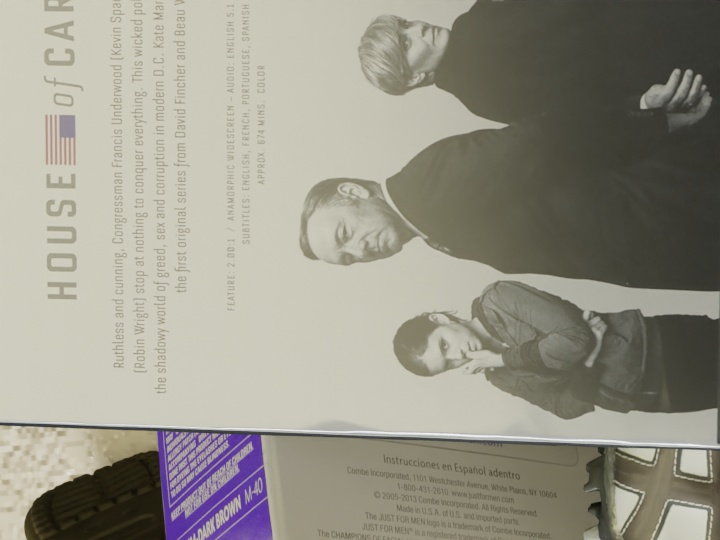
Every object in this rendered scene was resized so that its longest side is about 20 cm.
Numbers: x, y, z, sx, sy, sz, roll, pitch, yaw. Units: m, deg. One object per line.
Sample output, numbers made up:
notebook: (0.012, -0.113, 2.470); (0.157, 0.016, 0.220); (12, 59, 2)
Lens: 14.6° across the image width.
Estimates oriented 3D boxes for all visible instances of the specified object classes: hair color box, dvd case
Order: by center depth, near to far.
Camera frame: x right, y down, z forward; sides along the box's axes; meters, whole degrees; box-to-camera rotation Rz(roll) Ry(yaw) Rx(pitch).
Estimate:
dvd case: (0.001, -0.035, 0.671); (0.199, 0.025, 0.151); (2, 96, 9)
hair color box: (0.000, 0.000, 0.770); (0.065, 0.109, 0.201); (-41, 47, 49)

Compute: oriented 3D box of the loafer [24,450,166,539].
loafer: (-0.061, 0.115, 0.863); (0.076, 0.200, 0.068); (-24, 107, 2)

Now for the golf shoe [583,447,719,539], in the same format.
golf shoe: (0.103, 0.038, 0.705); (0.094, 0.078, 0.201); (-14, 98, 30)
